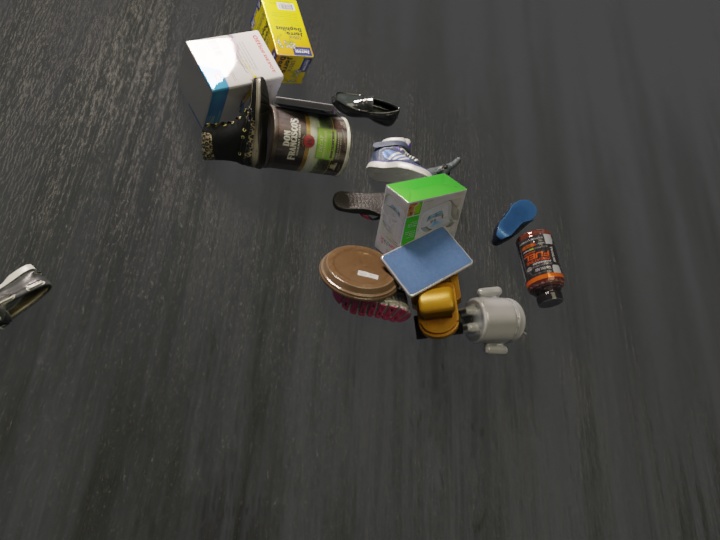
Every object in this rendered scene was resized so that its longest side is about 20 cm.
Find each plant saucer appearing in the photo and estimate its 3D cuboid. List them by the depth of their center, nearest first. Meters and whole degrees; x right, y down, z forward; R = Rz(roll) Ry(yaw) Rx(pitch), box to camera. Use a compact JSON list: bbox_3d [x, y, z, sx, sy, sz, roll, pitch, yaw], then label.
[{"bbox_3d":[0.000,0.000,1.463,0.195,0.030,0.202,10,35,-7],"label":"plant saucer"}]

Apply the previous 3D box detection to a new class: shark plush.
[{"bbox_3d":[0.217,-0.259,1.720,0.197,0.083,0.092,-19,74,-32],"label":"shark plush"}]

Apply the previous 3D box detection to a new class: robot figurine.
[{"bbox_3d":[0.334,0.126,1.570,0.195,0.112,0.174,3,80,-25],"label":"robot figurine"}]

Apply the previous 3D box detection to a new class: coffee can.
[{"bbox_3d":[-0.140,-0.317,1.535,0.195,0.146,0.150,3,64,-25],"label":"coffee can"}]

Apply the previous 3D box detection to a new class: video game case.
[{"bbox_3d":[-0.128,-0.404,1.550,0.139,0.200,0.019,8,99,1],"label":"video game case"}]

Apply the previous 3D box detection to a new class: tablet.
[{"bbox_3d":[0.158,-0.023,1.476,0.197,0.014,0.131,-26,62,-24],"label":"tablet"}]

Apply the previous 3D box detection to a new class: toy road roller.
[{"bbox_3d":[0.179,0.061,1.479,0.120,0.146,0.205,-7,68,5],"label":"toy road roller"}]

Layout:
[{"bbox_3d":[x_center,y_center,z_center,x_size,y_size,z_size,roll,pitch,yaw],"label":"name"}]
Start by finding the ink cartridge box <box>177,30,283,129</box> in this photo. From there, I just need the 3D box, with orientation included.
[{"bbox_3d":[-0.317,-0.466,1.521,0.197,0.146,0.149,-23,76,-32],"label":"ink cartridge box"}]

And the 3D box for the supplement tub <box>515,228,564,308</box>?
[{"bbox_3d":[0.501,-0.003,1.720,0.104,0.107,0.205,2,65,-25],"label":"supplement tub"}]

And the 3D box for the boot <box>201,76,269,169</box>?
[{"bbox_3d":[-0.292,-0.347,1.449,0.150,0.073,0.209,6,99,9],"label":"boot"}]

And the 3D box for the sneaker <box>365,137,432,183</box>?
[{"bbox_3d":[0.121,-0.299,1.649,0.196,0.081,0.148,13,58,29],"label":"sneaker"}]

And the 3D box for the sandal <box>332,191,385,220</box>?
[{"bbox_3d":[0.023,-0.163,1.609,0.195,0.045,0.077,8,56,-6],"label":"sandal"}]

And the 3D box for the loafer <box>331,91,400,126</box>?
[{"bbox_3d":[0.016,-0.459,1.727,0.196,0.070,0.070,12,60,-21],"label":"loafer"}]

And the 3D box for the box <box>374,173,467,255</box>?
[{"bbox_3d":[0.147,-0.130,1.555,0.197,0.180,0.097,-15,41,-34],"label":"box"}]

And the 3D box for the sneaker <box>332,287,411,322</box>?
[{"bbox_3d":[0.028,0.058,1.482,0.195,0.075,0.089,16,44,-9],"label":"sneaker"}]

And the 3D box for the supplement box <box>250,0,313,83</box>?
[{"bbox_3d":[-0.213,-0.620,1.670,0.107,0.109,0.204,-7,69,-29],"label":"supplement box"}]

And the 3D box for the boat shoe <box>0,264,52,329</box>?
[{"bbox_3d":[-0.656,0.071,1.135,0.060,0.076,0.201,35,56,2],"label":"boat shoe"}]

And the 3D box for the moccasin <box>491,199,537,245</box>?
[{"bbox_3d":[0.429,-0.139,1.778,0.198,0.069,0.081,-32,74,-35],"label":"moccasin"}]
